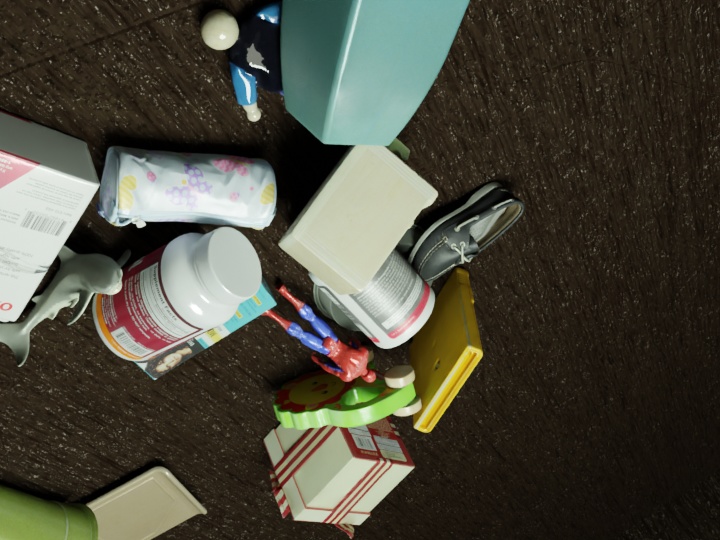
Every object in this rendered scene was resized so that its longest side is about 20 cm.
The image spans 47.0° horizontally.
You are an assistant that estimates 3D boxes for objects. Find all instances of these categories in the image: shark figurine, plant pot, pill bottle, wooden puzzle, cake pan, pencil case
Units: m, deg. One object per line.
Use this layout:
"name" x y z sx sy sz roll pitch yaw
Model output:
"shark figurine" -0.357 0.012 0.972 0.213 0.129 0.090 -28 118 24
"plant pot" -0.513 0.390 1.176 0.199 0.201 0.190 -37 129 8
"pill bottle" 0.000 0.000 1.098 0.110 0.111 0.200 -39 113 11
"wooden puzzle" -0.377 0.401 1.378 0.197 0.038 0.186 -24 140 -3
"cake pan" 0.027 0.016 1.230 0.197 0.037 0.202 -17 138 -16
"pencil case" -0.193 -0.091 0.938 0.197 0.091 0.084 -1 131 -33
"plant pot" 0.002 -0.238 0.838 0.140 0.141 0.203 -5 126 -36
"pill bottle" -0.214 0.026 0.974 0.198 0.115 0.112 -24 147 32

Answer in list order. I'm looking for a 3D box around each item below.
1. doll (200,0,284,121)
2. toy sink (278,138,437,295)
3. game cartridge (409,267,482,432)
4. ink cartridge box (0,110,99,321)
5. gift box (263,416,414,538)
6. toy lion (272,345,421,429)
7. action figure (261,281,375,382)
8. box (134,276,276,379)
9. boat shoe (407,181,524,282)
"doll" -0.087 -0.224 0.898 0.198 0.049 0.138 18 111 -42
"toy sink" 0.010 -0.080 0.972 0.112 0.130 0.201 37 79 -8
"game cartridge" 0.128 0.120 1.282 0.032 0.201 0.178 21 123 -12
"ink cartridge box" -0.386 -0.057 0.854 0.144 0.085 0.201 19 119 -43
"gift box" -0.044 0.326 1.386 0.183 0.201 0.187 23 119 -39
"toy lion" -0.033 0.192 1.265 0.190 0.199 0.070 -22 109 -25
"action figure" -0.060 0.097 1.208 0.199 0.099 0.066 40 81 -15
"box" -0.219 0.060 1.110 0.198 0.049 0.083 -32 141 0
"boat shoe" 0.152 -0.047 1.192 0.199 0.060 0.074 -38 138 -15
